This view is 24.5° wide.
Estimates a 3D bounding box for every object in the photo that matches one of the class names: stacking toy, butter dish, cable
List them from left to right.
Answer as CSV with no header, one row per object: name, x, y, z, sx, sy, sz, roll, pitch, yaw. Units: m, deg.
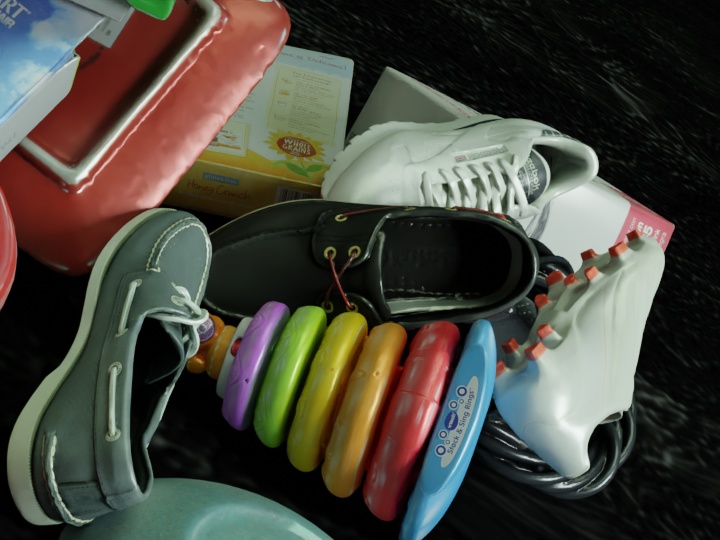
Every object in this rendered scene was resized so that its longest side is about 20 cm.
butter dish,-0.169,-0.105,0.913,0.199,0.148,0.200,36,70,3
stacking toy,-0.033,0.056,0.867,0.198,0.117,0.110,21,-15,5
cable,0.111,0.050,1.015,0.163,0.051,0.200,45,33,3

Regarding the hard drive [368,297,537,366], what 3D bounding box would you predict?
hard drive,0.030,0.020,1.060,0.199,0.042,0.135,29,27,-18

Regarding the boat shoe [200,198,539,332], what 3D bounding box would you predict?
boat shoe,0.000,-0.003,0.917,0.199,0.075,0.063,-3,4,-8

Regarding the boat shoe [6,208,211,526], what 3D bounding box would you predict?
boat shoe,-0.099,0.041,0.783,0.201,0.061,0.073,-68,145,-49

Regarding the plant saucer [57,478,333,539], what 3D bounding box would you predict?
plant saucer,-0.042,0.158,0.745,0.200,0.039,0.202,30,26,-16

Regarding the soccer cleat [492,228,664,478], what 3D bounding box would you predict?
soccer cleat,0.134,0.045,0.964,0.078,0.069,0.200,57,38,-10

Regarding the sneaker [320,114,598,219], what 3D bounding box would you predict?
sneaker,0.058,-0.053,1.004,0.080,0.077,0.199,16,30,42

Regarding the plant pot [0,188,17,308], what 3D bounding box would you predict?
plant pot,-0.241,0.018,0.555,0.199,0.183,0.201,29,27,-16

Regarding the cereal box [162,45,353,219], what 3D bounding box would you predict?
cereal box,-0.080,-0.097,1.068,0.142,0.040,0.201,12,29,-3

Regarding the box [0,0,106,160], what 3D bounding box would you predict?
box,-0.228,-0.083,0.780,0.122,0.048,0.200,38,60,2

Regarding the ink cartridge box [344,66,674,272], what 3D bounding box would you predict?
ink cartridge box,0.101,-0.055,1.184,0.199,0.083,0.147,23,11,-30

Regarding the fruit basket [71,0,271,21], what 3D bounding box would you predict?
fruit basket,-0.139,-0.209,0.838,0.184,0.094,0.201,21,24,-25
